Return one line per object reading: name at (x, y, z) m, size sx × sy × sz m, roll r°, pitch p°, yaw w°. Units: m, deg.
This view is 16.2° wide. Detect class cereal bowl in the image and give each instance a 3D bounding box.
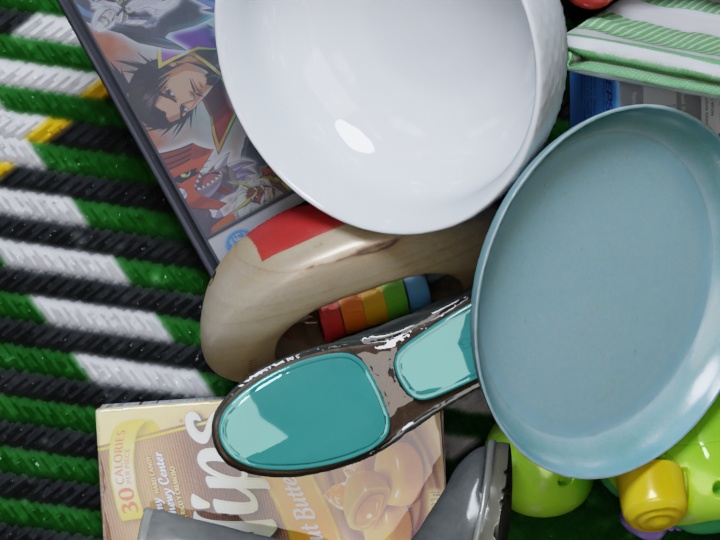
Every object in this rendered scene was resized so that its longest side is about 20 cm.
cereal bowl at (0.025, -0.126, 1.341) m, size 0.199 × 0.083 × 0.202 m, roll 13°, pitch 118°, yaw 27°

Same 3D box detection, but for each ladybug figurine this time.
ladybug figurine at (0.000, 0.000, 1.432) m, size 0.198 × 0.136 × 0.072 m, roll -16°, pitch 61°, yaw -10°

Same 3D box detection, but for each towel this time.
towel at (0.205, -0.137, 1.380) m, size 0.151 × 0.200 × 0.024 m, roll 12°, pitch 118°, yaw 26°

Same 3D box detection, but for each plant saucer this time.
plant saucer at (0.131, 0.010, 1.340) m, size 0.199 × 0.027 × 0.202 m, roll -12°, pitch 110°, yaw -34°

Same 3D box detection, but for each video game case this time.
video game case at (-0.047, -0.114, 1.421) m, size 0.180 × 0.026 × 0.201 m, roll -25°, pitch 116°, yaw 6°

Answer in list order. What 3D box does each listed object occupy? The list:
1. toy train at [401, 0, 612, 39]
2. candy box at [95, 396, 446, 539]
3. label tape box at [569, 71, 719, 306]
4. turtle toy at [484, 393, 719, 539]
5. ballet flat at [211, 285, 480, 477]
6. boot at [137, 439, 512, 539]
toy train at (0.107, -0.204, 1.386) m, size 0.198 × 0.085 × 0.117 m, roll -14°, pitch 106°, yaw -6°
candy box at (-0.050, 0.129, 1.458) m, size 0.198 × 0.055 × 0.117 m, roll -4°, pitch 89°, yaw -3°
label tape box at (0.217, -0.063, 1.423) m, size 0.198 × 0.066 × 0.145 m, roll -9°, pitch 111°, yaw -18°
turtle toy at (0.169, 0.094, 1.442) m, size 0.198 × 0.101 × 0.147 m, roll -4°, pitch 58°, yaw -3°
ballet flat at (0.011, 0.063, 1.402) m, size 0.199 × 0.068 × 0.069 m, roll -20°, pitch 91°, yaw -7°
boot at (-0.024, 0.162, 1.400) m, size 0.198 × 0.073 × 0.183 m, roll 13°, pitch 78°, yaw 11°
